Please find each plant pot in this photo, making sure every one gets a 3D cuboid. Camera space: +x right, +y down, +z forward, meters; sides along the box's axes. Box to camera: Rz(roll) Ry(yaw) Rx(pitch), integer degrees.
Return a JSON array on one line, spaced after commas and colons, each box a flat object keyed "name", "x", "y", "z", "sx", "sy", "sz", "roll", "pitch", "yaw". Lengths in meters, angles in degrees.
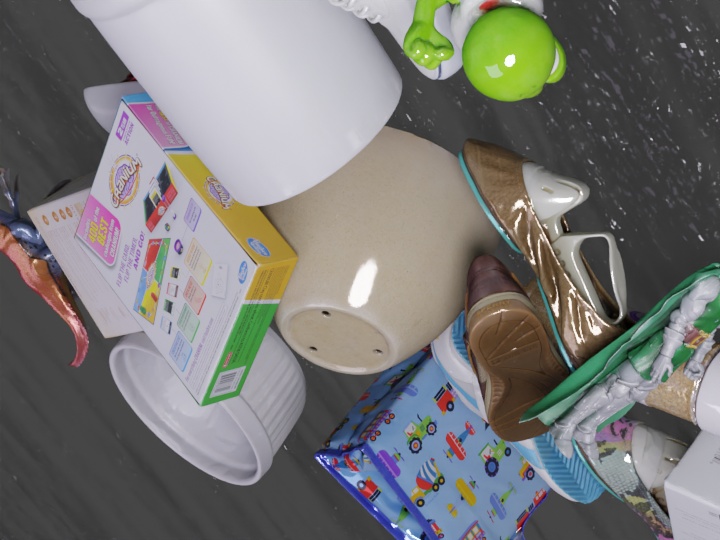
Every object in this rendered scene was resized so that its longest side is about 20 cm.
[{"name": "plant pot", "x": 0.000, "y": 0.000, "z": 1.476, "sx": 0.199, "sy": 0.135, "sz": 0.201, "roll": 12, "pitch": 146, "yaw": 8}]

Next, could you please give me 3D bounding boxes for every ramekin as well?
[{"name": "ramekin", "x": -0.148, "y": 0.112, "z": 1.936, "sx": 0.199, "sy": 0.105, "sz": 0.201, "roll": 31, "pitch": 151, "yaw": 19}]

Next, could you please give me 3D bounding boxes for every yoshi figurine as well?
[{"name": "yoshi figurine", "x": 0.067, "y": -0.186, "z": 1.219, "sx": 0.200, "sy": 0.112, "sz": 0.112, "roll": 48, "pitch": 146, "yaw": -19}]

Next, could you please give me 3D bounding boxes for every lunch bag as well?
[{"name": "lunch bag", "x": 0.086, "y": 0.176, "z": 1.673, "sx": 0.200, "sy": 0.151, "sz": 0.094, "roll": 49, "pitch": 152, "yaw": -14}]

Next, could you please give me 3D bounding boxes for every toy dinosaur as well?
[{"name": "toy dinosaur", "x": -0.335, "y": -0.029, "z": 1.937, "sx": 0.181, "sy": 0.201, "sz": 0.105, "roll": 20, "pitch": 148, "yaw": -32}]

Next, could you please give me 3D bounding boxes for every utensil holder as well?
[{"name": "utensil holder", "x": -0.085, "y": -0.173, "z": 1.370, "sx": 0.169, "sy": 0.170, "sz": 0.200, "roll": 1, "pitch": 136, "yaw": 52}]

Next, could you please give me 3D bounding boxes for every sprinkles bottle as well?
[{"name": "sprinkles bottle", "x": 0.209, "y": 0.064, "z": 1.439, "sx": 0.199, "sy": 0.068, "sz": 0.068, "roll": 21, "pitch": 147, "yaw": 34}]

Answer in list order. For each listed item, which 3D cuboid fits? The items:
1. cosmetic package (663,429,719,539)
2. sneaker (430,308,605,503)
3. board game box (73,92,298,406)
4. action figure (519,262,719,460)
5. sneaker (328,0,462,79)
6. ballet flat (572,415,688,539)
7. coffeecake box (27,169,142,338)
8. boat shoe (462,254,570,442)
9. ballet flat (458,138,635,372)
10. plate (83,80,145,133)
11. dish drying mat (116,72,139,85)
[{"name": "cosmetic package", "x": 0.304, "y": 0.199, "z": 1.469, "sx": 0.081, "sy": 0.113, "sz": 0.201, "roll": 22, "pitch": 145, "yaw": 32}, {"name": "sneaker", "x": 0.139, "y": 0.112, "z": 1.607, "sx": 0.200, "sy": 0.076, "sz": 0.081, "roll": 52, "pitch": 160, "yaw": -6}, {"name": "board game box", "x": -0.141, "y": -0.019, "z": 1.482, "sx": 0.200, "sy": 0.040, "sz": 0.153, "roll": 50, "pitch": 133, "yaw": 28}, {"name": "action figure", "x": 0.213, "y": 0.055, "z": 1.335, "sx": 0.055, "sy": 0.200, "sz": 0.118, "roll": 53, "pitch": -157, "yaw": 24}, {"name": "sneaker", "x": -0.002, "y": -0.207, "z": 1.299, "sx": 0.201, "sy": 0.071, "sz": 0.073, "roll": 56, "pitch": 167, "yaw": -19}, {"name": "ballet flat", "x": 0.252, "y": 0.179, "z": 1.568, "sx": 0.071, "sy": 0.069, "sz": 0.200, "roll": -16, "pitch": 124, "yaw": 38}, {"name": "coffeecake box", "x": -0.221, "y": -0.024, "z": 1.839, "sx": 0.200, "sy": 0.073, "sz": 0.154, "roll": -11, "pitch": 112, "yaw": 58}, {"name": "boat shoe", "x": 0.113, "y": 0.058, "z": 1.428, "sx": 0.200, "sy": 0.072, "sz": 0.072, "roll": 62, "pitch": -172, "yaw": -54}, {"name": "ballet flat", "x": 0.147, "y": -0.020, "z": 1.386, "sx": 0.072, "sy": 0.068, "sz": 0.201, "roll": -29, "pitch": 86, "yaw": 29}, {"name": "plate", "x": -0.121, "y": -0.089, "z": 1.591, "sx": 0.199, "sy": 0.032, "sz": 0.199, "roll": 41, "pitch": 158, "yaw": -31}, {"name": "dish drying mat", "x": -0.118, "y": -0.107, "z": 1.616, "sx": 0.200, "sy": 0.018, "sz": 0.077, "roll": 35, "pitch": 162, "yaw": -17}]
